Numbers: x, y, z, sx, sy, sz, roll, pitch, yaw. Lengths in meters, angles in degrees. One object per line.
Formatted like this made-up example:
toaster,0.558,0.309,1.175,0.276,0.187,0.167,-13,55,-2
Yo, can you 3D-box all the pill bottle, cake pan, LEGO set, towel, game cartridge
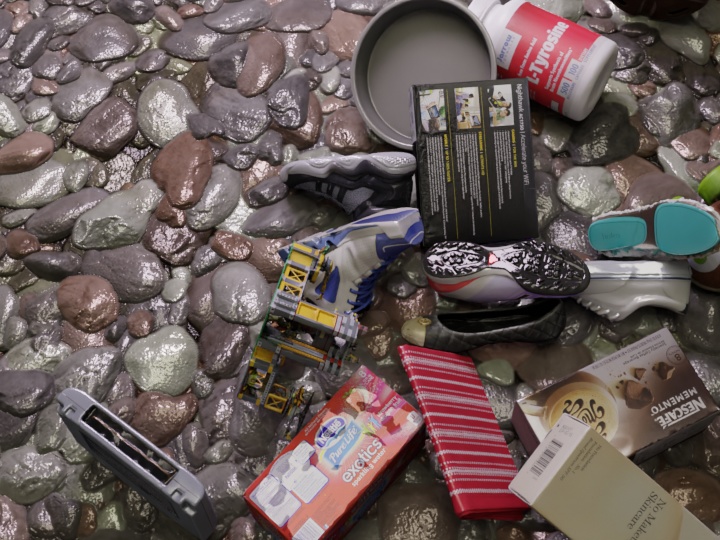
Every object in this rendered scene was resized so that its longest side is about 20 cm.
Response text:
pill bottle,0.232,-0.291,1.376,0.199,0.113,0.113,29,68,16
cake pan,0.085,-0.258,1.358,0.198,0.037,0.203,1,94,19
LEGO set,-0.056,0.079,1.163,0.115,0.201,0.154,21,26,-4
towel,0.114,0.181,1.143,0.022,0.144,0.202,-35,61,28
game cartridge,-0.242,0.214,1.133,0.199,0.133,0.042,33,69,17

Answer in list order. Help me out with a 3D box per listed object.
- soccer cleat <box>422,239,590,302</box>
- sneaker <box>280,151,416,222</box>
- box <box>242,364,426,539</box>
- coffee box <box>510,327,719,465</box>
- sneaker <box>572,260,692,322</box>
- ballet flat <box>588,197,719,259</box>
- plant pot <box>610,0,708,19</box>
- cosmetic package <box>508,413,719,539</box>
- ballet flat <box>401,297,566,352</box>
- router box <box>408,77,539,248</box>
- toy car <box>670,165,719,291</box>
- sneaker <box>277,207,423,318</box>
soccer cleat,0.175,0.008,1.230,0.198,0.073,0.069,4,58,19
sneaker,-0.017,-0.088,1.304,0.198,0.075,0.115,0,99,34
box,-0.025,0.219,1.141,0.099,0.096,0.200,38,70,18
coffee box,0.284,0.164,1.163,0.198,0.080,0.114,-24,65,-8
sneaker,0.297,0.026,1.239,0.198,0.073,0.072,-2,85,13
ballet flat,0.359,-0.050,1.223,0.199,0.072,0.072,4,52,55
plant pot,0.421,-0.472,1.425,0.198,0.201,0.200,12,72,9
cosmetic package,0.263,0.252,1.065,0.200,0.073,0.104,39,86,-10
ballet flat,0.146,0.059,1.228,0.198,0.057,0.067,-5,33,-4
router box,0.141,-0.133,1.288,0.147,0.051,0.202,-4,91,-2
toy car,0.458,-0.072,1.206,0.157,0.201,0.165,-33,66,-14
sneaker,-0.001,0.000,1.237,0.198,0.080,0.116,-15,98,36
